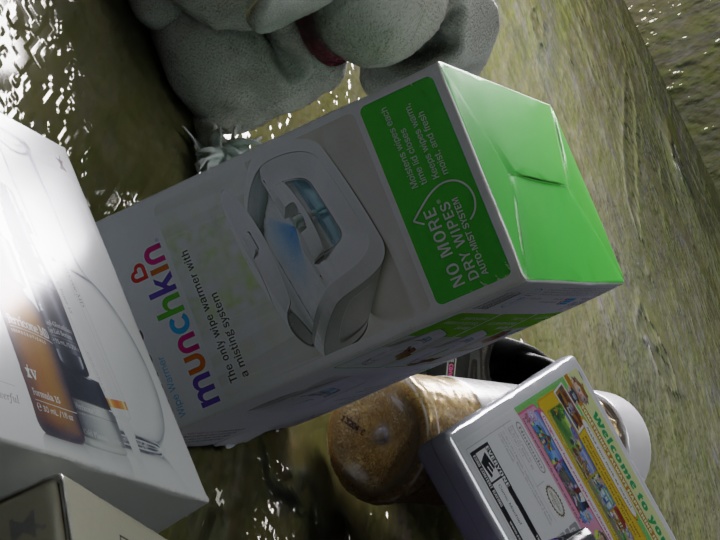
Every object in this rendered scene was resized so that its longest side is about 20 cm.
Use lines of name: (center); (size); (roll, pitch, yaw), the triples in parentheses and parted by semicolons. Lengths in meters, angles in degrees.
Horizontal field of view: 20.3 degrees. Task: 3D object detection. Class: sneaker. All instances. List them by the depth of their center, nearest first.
sneaker: (0.090, 0.093, 1.155); (0.200, 0.084, 0.077); (51, 20, -41)

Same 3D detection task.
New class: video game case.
video game case: (0.113, 0.147, 0.946); (0.200, 0.022, 0.182); (61, 25, 4)

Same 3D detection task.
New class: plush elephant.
plush elephant: (-0.027, -0.141, 0.992); (0.165, 0.155, 0.200); (37, 33, -58)

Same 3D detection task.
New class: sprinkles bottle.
sprinkles bottle: (0.071, 0.090, 1.038); (0.200, 0.068, 0.068); (10, 56, -49)

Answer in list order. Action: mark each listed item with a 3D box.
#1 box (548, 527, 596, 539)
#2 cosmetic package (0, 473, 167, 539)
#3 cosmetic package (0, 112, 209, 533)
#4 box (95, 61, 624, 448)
box: (0.057, 0.220, 0.775); (0.106, 0.122, 0.200); (-21, 87, -51)
cosmetic package: (-0.063, 0.153, 0.635); (0.200, 0.071, 0.105); (45, 26, -51)
cosmetic package: (-0.137, 0.004, 0.622); (0.151, 0.052, 0.200); (63, 14, 24)
box: (0.000, 0.000, 0.850); (0.097, 0.176, 0.200); (69, 17, 7)
